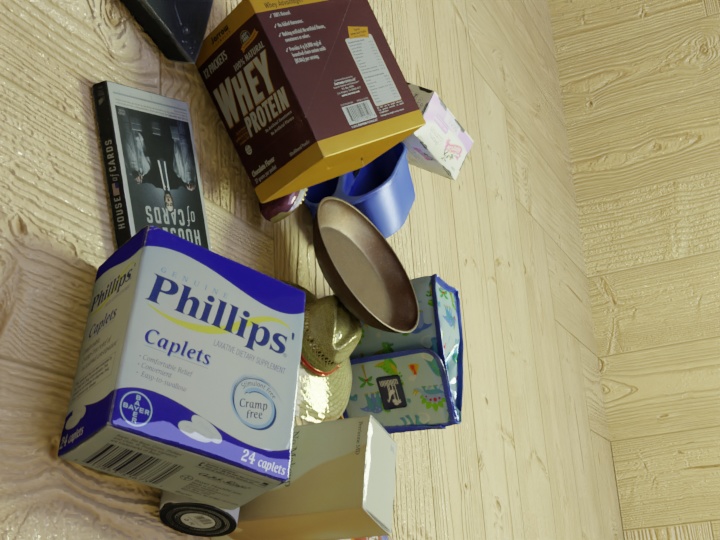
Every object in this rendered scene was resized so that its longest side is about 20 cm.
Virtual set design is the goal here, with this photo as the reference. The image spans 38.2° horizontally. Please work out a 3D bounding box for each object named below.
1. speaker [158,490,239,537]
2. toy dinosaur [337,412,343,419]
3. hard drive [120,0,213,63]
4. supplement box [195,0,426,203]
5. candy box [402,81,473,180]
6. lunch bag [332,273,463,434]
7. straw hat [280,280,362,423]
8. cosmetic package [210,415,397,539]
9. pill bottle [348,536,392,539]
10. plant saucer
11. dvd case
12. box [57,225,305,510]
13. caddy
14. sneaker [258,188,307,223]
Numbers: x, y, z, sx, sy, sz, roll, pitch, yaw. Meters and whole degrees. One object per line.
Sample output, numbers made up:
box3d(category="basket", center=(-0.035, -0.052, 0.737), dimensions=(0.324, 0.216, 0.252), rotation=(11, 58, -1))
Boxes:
box3d(category="speaker", center=(-0.150, 0.160, 1.064), dimensions=(0.081, 0.080, 0.203), rotation=(52, 33, -45))
box3d(category="toy dinosaur", center=(-0.047, 0.168, 1.354), dimensions=(0.106, 0.059, 0.205), rotation=(-4, 90, -87))
box3d(category="hard drive", center=(-0.220, -0.347, 1.198), dimensions=(0.135, 0.042, 0.203), rotation=(51, 36, -47))
box3d(category="supplement box", center=(-0.062, -0.220, 1.263), dimensions=(0.196, 0.132, 0.203), rotation=(-24, 87, -45))
box3d(category="candy box", center=(0.050, -0.227, 1.568), dimensions=(0.072, 0.198, 0.167), rotation=(-62, 148, -6))
box3d(category="lunch bag", center=(0.052, 0.123, 1.441), dimensions=(0.127, 0.167, 0.204), rotation=(27, 56, -61))
box3d(category="straw hat", center=(-0.045, 0.078, 1.275), dimensions=(0.200, 0.084, 0.204), rotation=(37, 36, -34))
box3d(category="cosmetic package", center=(-0.065, 0.222, 1.077), dimensions=(0.071, 0.197, 0.107), rotation=(51, 34, -46))
box3d(category="pill bottle", center=(-0.044, 0.315, 1.195), dimensions=(0.200, 0.110, 0.114), rotation=(46, 38, -51))
box3d(category="plant saucer", center=(0.000, 0.000, 1.320), dimensions=(0.200, 0.036, 0.202), rotation=(43, 26, -27))
box3d(category="dvd case", center=(-0.216, -0.089, 1.103), dimensions=(0.150, 0.024, 0.204), rotation=(1, 78, -66))
box3d(category="box", center=(-0.157, 0.091, 0.961), dimensions=(0.182, 0.104, 0.203), rotation=(24, 52, -30))
box3d(category="caddy", center=(-0.002, -0.120, 1.475), dimensions=(0.201, 0.139, 0.107), rotation=(-65, 142, -55))
box3d(category="sneaker", center=(-0.115, -0.155, 1.330), dimensions=(0.090, 0.074, 0.203), rotation=(38, 40, -38))
